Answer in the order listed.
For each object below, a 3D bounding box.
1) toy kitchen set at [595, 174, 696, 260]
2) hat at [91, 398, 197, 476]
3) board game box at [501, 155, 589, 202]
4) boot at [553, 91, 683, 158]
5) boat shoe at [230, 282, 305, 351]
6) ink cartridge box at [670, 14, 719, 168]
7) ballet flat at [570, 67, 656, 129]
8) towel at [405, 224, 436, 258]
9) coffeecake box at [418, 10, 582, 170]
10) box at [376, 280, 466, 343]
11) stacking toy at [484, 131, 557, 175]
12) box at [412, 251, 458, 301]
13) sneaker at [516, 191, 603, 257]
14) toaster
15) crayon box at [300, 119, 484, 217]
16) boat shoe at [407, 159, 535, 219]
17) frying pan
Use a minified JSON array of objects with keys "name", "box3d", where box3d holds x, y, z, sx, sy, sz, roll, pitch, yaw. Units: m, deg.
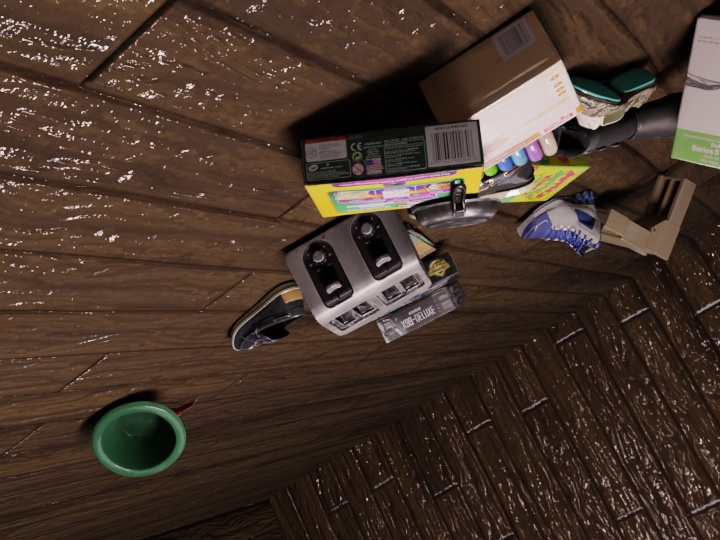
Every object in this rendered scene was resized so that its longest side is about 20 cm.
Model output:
[{"name":"toy kitchen set","box3d":[0.579,-0.148,2.012,0.198,0.183,0.163,23,179,-28]},{"name":"hat","box3d":[-0.412,0.268,1.722,0.163,0.177,0.202,-25,126,-1]},{"name":"board game box","box3d":[0.281,-0.158,1.494,0.101,0.048,0.198,-39,160,34]},{"name":"boot","box3d":[0.397,-0.220,1.398,0.198,0.067,0.164,-13,-179,-35]},{"name":"boat shoe","box3d":[-0.154,0.092,1.526,0.074,0.063,0.200,-13,160,-45]},{"name":"ink cartridge box","box3d":[0.535,-0.260,1.334,0.144,0.083,0.204,-12,115,-44]},{"name":"ballet flat","box3d":[0.349,-0.239,1.309,0.198,0.068,0.076,-17,138,-39]},{"name":"towel","box3d":[0.047,-0.022,1.584,0.145,0.022,0.200,-31,166,12]},{"name":"coffeecake box","box3d":[0.176,-0.209,1.119,0.152,0.074,0.200,-30,164,14]},{"name":"box","box3d":[0.129,0.082,1.887,0.156,0.050,0.200,-28,177,15]},{"name":"stacking toy","box3d":[0.166,-0.156,1.267,0.198,0.087,0.085,-27,164,11]},{"name":"box","box3d":[0.075,0.038,1.722,0.197,0.047,0.159,-25,173,-10]},{"name":"sneaker","box3d":[0.417,-0.083,1.826,0.197,0.116,0.081,-17,161,-33]},{"name":"toaster","box3d":[0.000,0.000,1.393,0.179,0.120,0.200,-28,164,4]},{"name":"crayon box","box3d":[0.040,-0.115,1.071,0.196,0.059,0.173,-6,173,4]},{"name":"boat shoe","box3d":[0.160,-0.131,1.367,0.198,0.074,0.064,-18,124,4]},{"name":"frying pan","box3d":[0.131,-0.076,1.111,0.113,0.032,0.190,-5,176,-18]}]
